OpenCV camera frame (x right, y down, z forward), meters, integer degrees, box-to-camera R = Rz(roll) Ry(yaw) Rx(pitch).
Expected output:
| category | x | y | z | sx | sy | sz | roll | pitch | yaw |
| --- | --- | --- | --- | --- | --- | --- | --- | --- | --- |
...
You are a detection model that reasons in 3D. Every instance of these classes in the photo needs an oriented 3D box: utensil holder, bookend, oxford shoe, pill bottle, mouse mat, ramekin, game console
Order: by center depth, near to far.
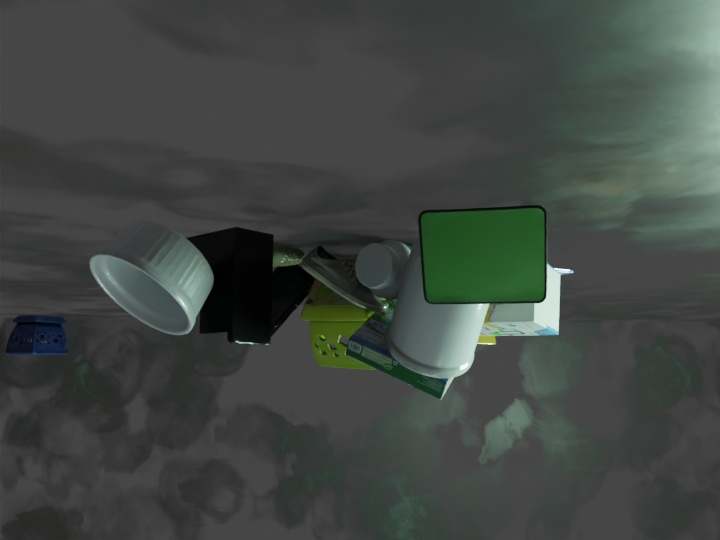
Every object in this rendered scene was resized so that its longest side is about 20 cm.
| category | x | y | z | sx | sy | sz | roll | pitch | yaw |
| --- | --- | --- | --- | --- | --- | --- | --- | --- | --- |
| mouse mat | 0.192 | -0.021 | 1.062 | 0.196 | 0.164 | 0.008 | -1 | -157 | 11 |
| ramekin | -0.345 | 0.008 | 1.145 | 0.197 | 0.098 | 0.202 | 21 | 146 | 15 |
| utensil holder | 0.146 | 0.058 | 1.201 | 0.167 | 0.203 | 0.171 | 11 | -152 | -6 |
| bookend | -0.259 | 0.037 | 1.255 | 0.196 | 0.204 | 0.091 | -8 | 168 | 41 |
| pill bottle | 0.074 | 0.002 | 1.317 | 0.109 | 0.113 | 0.199 | -5 | 171 | 31 |
| oxford shoe | -0.027 | 0.016 | 1.329 | 0.198 | 0.058 | 0.075 | 34 | -167 | 14 |
| game console | -0.208 | 0.060 | 1.597 | 0.116 | 0.200 | 0.176 | 43 | 180 | -18 |

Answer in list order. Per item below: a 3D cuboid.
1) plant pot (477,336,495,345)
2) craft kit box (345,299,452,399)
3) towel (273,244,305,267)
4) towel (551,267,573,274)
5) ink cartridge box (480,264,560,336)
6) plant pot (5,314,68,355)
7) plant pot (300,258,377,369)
| category | x | y | z | sx | sy | sz | roll | pitch | yaw |
| --- | --- | --- | --- | --- | --- | --- | --- | --- | --- |
| plant pot | 0.227 | 0.110 | 1.817 | 0.197 | 0.180 | 0.199 | 4 | 172 | -26 |
| craft kit box | 0.100 | 0.139 | 1.291 | 0.197 | 0.049 | 0.197 | 23 | -148 | 17 |
| towel | -0.223 | -0.026 | 1.394 | 0.197 | 0.037 | 0.147 | -7 | 170 | 39 |
| towel | 0.420 | 0.016 | 1.712 | 0.142 | 0.024 | 0.200 | 2 | 171 | -17 |
| ink cartridge box | 0.335 | 0.063 | 1.546 | 0.197 | 0.149 | 0.146 | -5 | 161 | 38 |
| plant pot | -1.504 | 0.303 | 3.163 | 0.196 | 0.184 | 0.199 | -3 | 171 | 25 |
| plant pot | -0.013 | 0.085 | 1.511 | 0.196 | 0.201 | 0.183 | -2 | 134 | 25 |
